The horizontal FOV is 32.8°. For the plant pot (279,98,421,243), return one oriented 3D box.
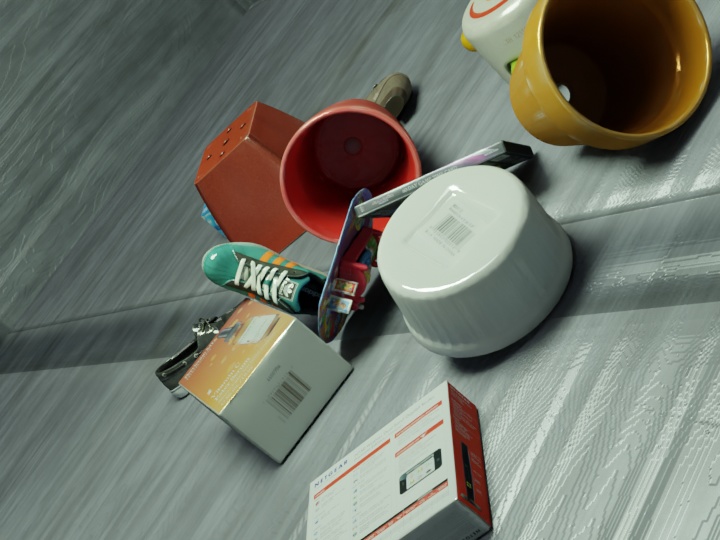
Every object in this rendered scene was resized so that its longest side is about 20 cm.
[{"bbox_3d":[-0.011,-0.158,1.754,0.200,0.200,0.177,-42,14,16],"label":"plant pot"}]

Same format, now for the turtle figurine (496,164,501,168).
[{"bbox_3d":[0.125,-0.043,1.448,0.161,0.064,0.200,-36,25,13],"label":"turtle figurine"}]

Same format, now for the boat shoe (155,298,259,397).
[{"bbox_3d":[-0.238,0.108,1.882,0.200,0.066,0.070,-44,22,13],"label":"boat shoe"}]

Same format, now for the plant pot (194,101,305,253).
[{"bbox_3d":[-0.161,-0.159,2.035,0.200,0.176,0.200,-38,24,24],"label":"plant pot"}]

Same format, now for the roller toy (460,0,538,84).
[{"bbox_3d":[0.234,-0.352,1.656,0.183,0.140,0.200,-47,21,2],"label":"roller toy"}]

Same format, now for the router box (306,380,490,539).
[{"bbox_3d":[0.032,0.227,1.192,0.200,0.049,0.180,-39,23,22],"label":"router box"}]

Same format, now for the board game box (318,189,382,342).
[{"bbox_3d":[0.000,0.000,1.550,0.158,0.039,0.201,56,-130,-73],"label":"board game box"}]

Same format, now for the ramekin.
[{"bbox_3d":[0.114,-0.016,1.298,0.200,0.098,0.201,-22,42,21],"label":"ramekin"}]

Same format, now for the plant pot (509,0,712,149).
[{"bbox_3d":[0.256,-0.221,1.357,0.201,0.200,0.183,-54,6,-15],"label":"plant pot"}]

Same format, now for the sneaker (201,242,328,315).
[{"bbox_3d":[-0.111,0.013,1.629,0.080,0.199,0.072,-146,72,-71],"label":"sneaker"}]

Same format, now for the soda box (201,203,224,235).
[{"bbox_3d":[-0.246,-0.150,2.328,0.064,0.068,0.200,-39,24,24],"label":"soda box"}]

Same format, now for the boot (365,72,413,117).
[{"bbox_3d":[0.012,-0.242,2.010,0.200,0.070,0.146,-43,16,10],"label":"boot"}]

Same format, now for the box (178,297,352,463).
[{"bbox_3d":[-0.126,0.136,1.569,0.153,0.106,0.200,-53,22,-10],"label":"box"}]

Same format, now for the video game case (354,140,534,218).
[{"bbox_3d":[0.105,-0.109,1.495,0.199,0.019,0.143,-22,-5,20],"label":"video game case"}]
